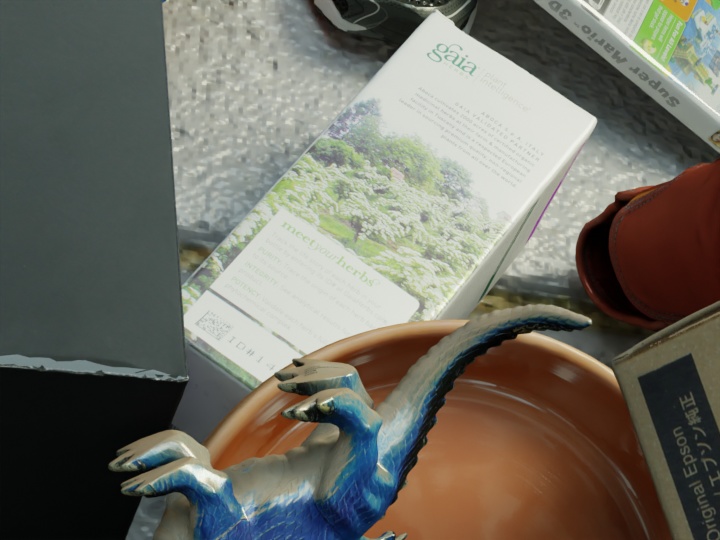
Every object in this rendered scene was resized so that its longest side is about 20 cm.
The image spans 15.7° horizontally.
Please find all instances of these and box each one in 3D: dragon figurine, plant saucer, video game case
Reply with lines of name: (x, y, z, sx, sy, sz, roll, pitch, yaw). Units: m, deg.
dragon figurine: (-0.012, 0.085, 0.807, 0.200, 0.059, 0.099, -27, 105, -9)
plant saucer: (0.027, 0.116, 0.864, 0.200, 0.032, 0.200, 0, 89, -12)
video game case: (0.138, -0.131, 1.115, 0.200, 0.018, 0.143, 38, 49, -10)

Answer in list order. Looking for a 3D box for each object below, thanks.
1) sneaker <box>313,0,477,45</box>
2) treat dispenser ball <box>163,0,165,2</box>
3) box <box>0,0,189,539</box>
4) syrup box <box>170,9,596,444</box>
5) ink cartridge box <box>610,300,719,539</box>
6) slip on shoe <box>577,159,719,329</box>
sneaker: (0.021, -0.184, 1.115, 0.080, 0.086, 0.200, 7, 52, -10)
treat dispenser ball: (-0.129, -0.188, 0.997, 0.201, 0.201, 0.201, 8, 51, -11)
box: (-0.114, -0.008, 0.902, 0.079, 0.141, 0.200, 4, 53, -14)
syrup box: (0.000, 0.000, 0.969, 0.079, 0.081, 0.200, 35, 51, 7)
ink cartridge box: (0.172, 0.105, 0.860, 0.200, 0.075, 0.165, 25, 43, -59)
slip on shoe: (0.125, -0.006, 0.948, 0.061, 0.200, 0.074, -14, 91, -9)
